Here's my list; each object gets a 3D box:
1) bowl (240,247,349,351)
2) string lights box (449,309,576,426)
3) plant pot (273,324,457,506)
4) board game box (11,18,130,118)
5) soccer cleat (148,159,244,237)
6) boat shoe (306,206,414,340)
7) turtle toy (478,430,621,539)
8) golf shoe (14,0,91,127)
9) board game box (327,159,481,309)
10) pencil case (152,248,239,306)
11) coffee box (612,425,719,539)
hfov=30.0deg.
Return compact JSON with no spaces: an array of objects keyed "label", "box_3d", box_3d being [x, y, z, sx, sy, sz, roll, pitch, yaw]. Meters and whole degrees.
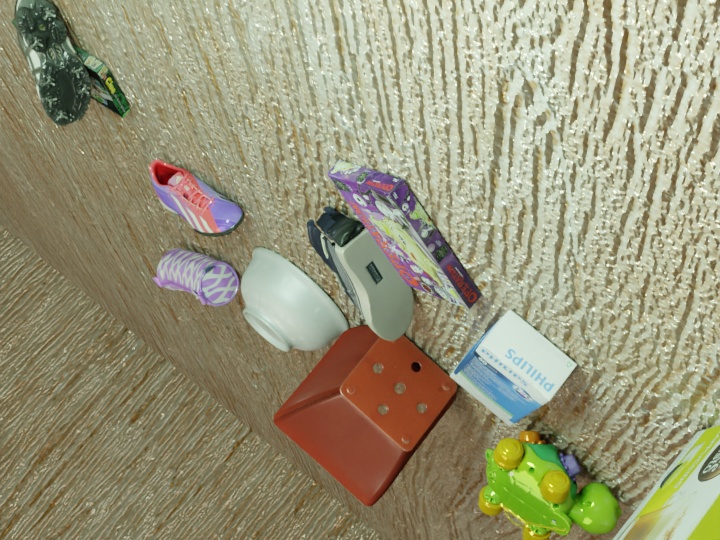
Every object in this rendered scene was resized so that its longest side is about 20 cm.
[{"label":"bowl","box_3d":[-0.120,0.064,2.109,0.201,0.090,0.201,37,164,12]},{"label":"string lights box","box_3d":[0.180,0.122,1.616,0.103,0.059,0.200,40,164,4]},{"label":"plant pot","box_3d":[0.027,0.192,1.953,0.200,0.200,0.176,42,151,-2]},{"label":"board game box","box_3d":[-0.427,-0.303,1.980,0.200,0.023,0.105,32,163,30]},{"label":"soccer cleat","box_3d":[-0.250,-0.109,2.005,0.200,0.068,0.073,29,156,44]},{"label":"boat shoe","box_3d":[0.000,0.000,1.715,0.093,0.075,0.200,35,156,45]},{"label":"turtle toy","box_3d":[0.255,0.295,1.816,0.200,0.101,0.146,33,139,20]},{"label":"golf shoe","box_3d":[-0.436,-0.303,1.895,0.095,0.078,0.201,48,154,49]},{"label":"board game box","box_3d":[0.051,-0.041,1.551,0.120,0.032,0.200,28,160,52]},{"label":"pencil case","box_3d":[-0.291,0.014,2.384,0.084,0.086,0.200,52,162,-27]},{"label":"coffee box","box_3d":[0.384,0.280,1.301,0.200,0.200,0.198,42,163,2]}]
